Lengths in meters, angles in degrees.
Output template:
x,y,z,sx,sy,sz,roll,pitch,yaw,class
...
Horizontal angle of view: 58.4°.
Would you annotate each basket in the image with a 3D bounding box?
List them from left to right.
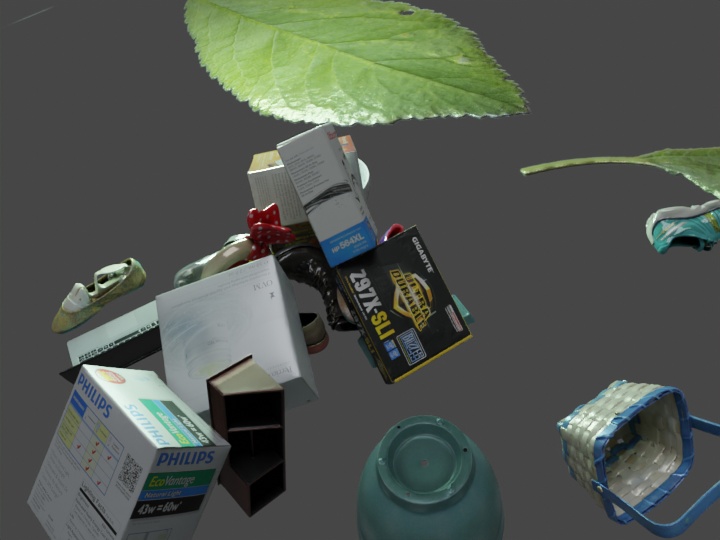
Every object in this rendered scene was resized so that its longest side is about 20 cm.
x,y,z,sx,sy,sz,roll,pitch,yaw,class
0.357,0.225,0.787,0.173,0.143,0.199,-25,13,-17,basket

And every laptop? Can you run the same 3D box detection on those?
x,y,z,sx,sy,sz,roll,pitch,yaw,class
-0.416,0.106,1.100,0.184,0.118,0.200,-25,44,-18,laptop

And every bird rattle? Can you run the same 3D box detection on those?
x,y,z,sx,sy,sz,roll,pitch,yaw,class
-0.183,-0.005,1.050,0.161,0.201,0.114,-30,73,-26,bird rattle

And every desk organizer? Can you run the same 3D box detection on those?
x,y,z,sx,sy,sz,roll,pitch,yaw,class
-0.147,0.222,0.851,0.071,0.205,0.076,-26,44,-36,desk organizer

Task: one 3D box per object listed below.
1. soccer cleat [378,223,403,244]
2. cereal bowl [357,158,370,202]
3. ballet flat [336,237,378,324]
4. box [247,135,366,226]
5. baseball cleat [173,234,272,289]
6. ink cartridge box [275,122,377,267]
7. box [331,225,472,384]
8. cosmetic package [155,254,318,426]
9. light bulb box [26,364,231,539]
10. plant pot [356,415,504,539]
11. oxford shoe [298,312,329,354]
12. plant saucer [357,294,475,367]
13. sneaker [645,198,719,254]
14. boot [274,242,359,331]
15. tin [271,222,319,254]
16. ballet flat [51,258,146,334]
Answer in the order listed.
x,y,z,sx,sy,sz,roll,pitch,yaw,class
0.059,-0.002,1.144,0.066,0.074,0.203,16,36,-13,soccer cleat
-0.073,-0.156,1.348,0.193,0.085,0.203,-6,41,5,cereal bowl
0.000,0.000,1.097,0.066,0.068,0.203,17,39,-12,ballet flat
-0.098,-0.165,1.188,0.194,0.109,0.153,-12,22,-1,box
-0.270,-0.012,1.250,0.195,0.072,0.107,-16,34,-21,baseball cleat
-0.048,-0.127,1.037,0.082,0.204,0.146,-22,12,9,ink cartridge box
0.066,0.054,1.031,0.157,0.049,0.204,-25,84,-16,box
-0.186,0.118,0.975,0.194,0.124,0.205,-19,64,2,cosmetic package
-0.299,0.261,0.825,0.196,0.124,0.204,29,96,35,light bulb box
0.083,0.271,0.809,0.194,0.137,0.203,-6,41,5,plant pot
-0.153,0.097,1.089,0.193,0.076,0.072,-6,41,4,oxford shoe
0.093,0.097,1.087,0.195,0.019,0.070,-23,43,-13,plant saucer
0.613,-0.071,1.148,0.194,0.078,0.082,-10,60,7,sneaker
-0.058,0.034,1.129,0.194,0.071,0.176,-1,41,-15,boot
-0.074,-0.063,1.231,0.194,0.116,0.042,-12,2,-3,tin
-0.505,0.041,1.227,0.198,0.072,0.070,-35,47,-25,ballet flat
